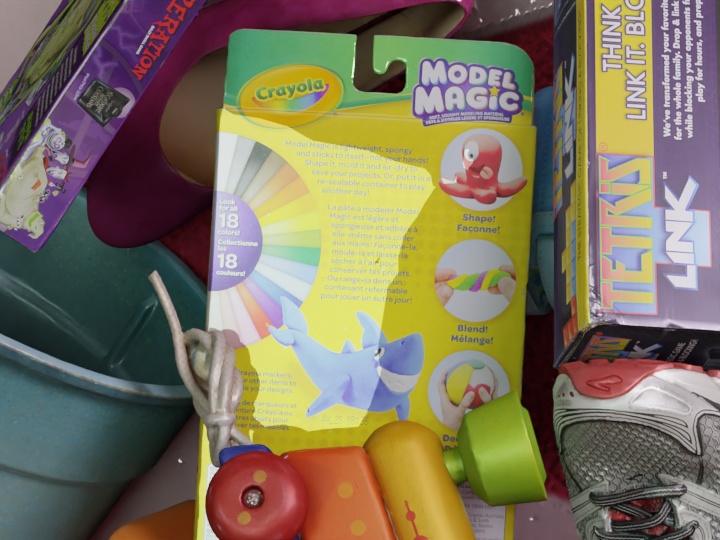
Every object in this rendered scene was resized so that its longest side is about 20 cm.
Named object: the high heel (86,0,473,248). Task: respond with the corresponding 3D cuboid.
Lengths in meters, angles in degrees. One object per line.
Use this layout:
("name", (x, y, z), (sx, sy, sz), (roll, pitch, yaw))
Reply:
("high heel", (-0.035, -0.063, 1.070), (0.200, 0.067, 0.096), (-52, 35, 25))

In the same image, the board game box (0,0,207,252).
("board game box", (-0.098, -0.085, 1.087), (0.032, 0.200, 0.120), (37, 99, -14))

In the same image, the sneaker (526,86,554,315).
("sneaker", (0.108, 0.014, 1.070), (0.130, 0.080, 0.201), (-19, 72, 15))

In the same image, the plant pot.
("plant pot", (-0.179, 0.067, 1.116), (0.200, 0.200, 0.196), (37, 108, 17))

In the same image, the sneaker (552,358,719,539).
("sneaker", (0.114, 0.106, 1.000), (0.078, 0.200, 0.082), (-1, 45, 28))

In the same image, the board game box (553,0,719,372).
("board game box", (0.151, -0.061, 1.009), (0.165, 0.057, 0.201), (4, 71, -6))

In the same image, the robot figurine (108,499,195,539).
("robot figurine", (-0.026, 0.178, 1.088), (0.144, 0.117, 0.200), (-39, 76, -13))

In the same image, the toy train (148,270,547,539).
("toy train", (0.009, 0.068, 0.964), (0.115, 0.085, 0.201), (-20, 70, 3))

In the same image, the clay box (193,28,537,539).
("clay box", (0.002, 0.018, 1.032), (0.114, 0.048, 0.201), (4, 89, 0))
